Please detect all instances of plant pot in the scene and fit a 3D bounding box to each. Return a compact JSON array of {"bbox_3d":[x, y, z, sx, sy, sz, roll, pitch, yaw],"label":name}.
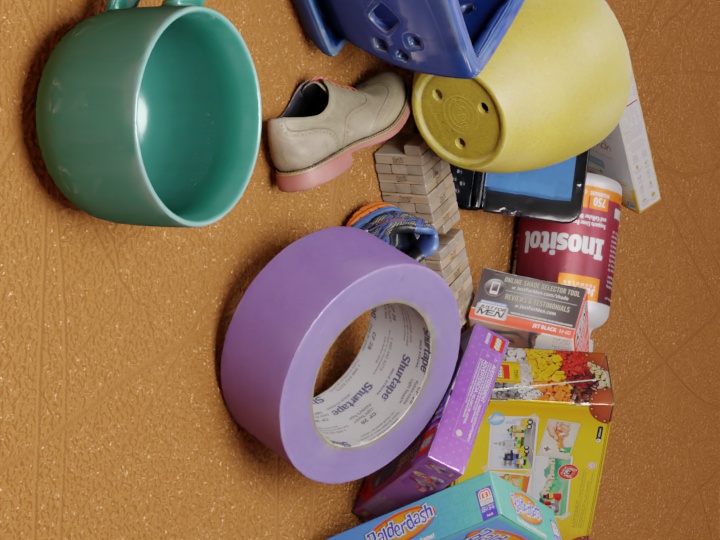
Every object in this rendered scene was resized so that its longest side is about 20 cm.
[{"bbox_3d":[0.032,-0.299,1.444,0.201,0.178,0.201,-59,140,-38],"label":"plant pot"},{"bbox_3d":[0.126,-0.167,1.541,0.142,0.198,0.202,-40,126,-42],"label":"plant pot"}]

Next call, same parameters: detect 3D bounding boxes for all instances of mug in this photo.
[{"bbox_3d":[-0.153,-0.122,1.213,0.152,0.113,0.186,57,46,-44],"label":"mug"}]

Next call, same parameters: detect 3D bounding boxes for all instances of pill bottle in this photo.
[{"bbox_3d":[0.223,-0.003,1.862,0.113,0.112,0.203,15,79,-59],"label":"pill bottle"}]

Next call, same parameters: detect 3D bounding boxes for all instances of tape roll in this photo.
[{"bbox_3d":[-0.015,0.071,1.424,0.199,0.085,0.202,-24,129,-34],"label":"tape roll"}]

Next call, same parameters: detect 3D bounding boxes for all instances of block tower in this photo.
[{"bbox_3d":[0.063,-0.040,1.645,0.054,0.057,0.202,-44,131,-49],"label":"block tower"}]

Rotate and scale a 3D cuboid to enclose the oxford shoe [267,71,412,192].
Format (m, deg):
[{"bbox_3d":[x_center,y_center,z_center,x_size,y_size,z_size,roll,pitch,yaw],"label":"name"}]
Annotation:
[{"bbox_3d":[-0.015,-0.142,1.490,0.200,0.070,0.075,-46,124,-50],"label":"oxford shoe"}]

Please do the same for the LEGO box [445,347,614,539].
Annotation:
[{"bbox_3d":[0.162,0.179,1.678,0.078,0.147,0.202,-88,-178,-54],"label":"LEGO box"}]

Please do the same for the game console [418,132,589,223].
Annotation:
[{"bbox_3d":[0.151,-0.164,1.718,0.172,0.118,0.202,21,75,-58],"label":"game console"}]

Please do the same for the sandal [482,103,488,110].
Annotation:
[{"bbox_3d":[0.106,-0.233,1.654,0.048,0.075,0.202,-37,112,-42],"label":"sandal"}]

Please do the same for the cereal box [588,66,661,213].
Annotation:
[{"bbox_3d":[0.260,-0.175,1.883,0.039,0.144,0.201,-31,124,-17],"label":"cereal box"}]

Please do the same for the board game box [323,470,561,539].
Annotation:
[{"bbox_3d":[0.067,0.255,1.546,0.152,0.198,0.045,37,33,-55],"label":"board game box"}]

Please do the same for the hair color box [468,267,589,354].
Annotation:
[{"bbox_3d":[0.176,0.082,1.743,0.201,0.110,0.064,76,29,-57],"label":"hair color box"}]

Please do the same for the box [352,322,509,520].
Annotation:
[{"bbox_3d":[0.062,0.146,1.553,0.039,0.200,0.138,27,62,-9],"label":"box"}]

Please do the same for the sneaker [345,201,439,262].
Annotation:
[{"bbox_3d":[0.000,0.000,1.513,0.200,0.078,0.076,-47,130,-40],"label":"sneaker"}]
